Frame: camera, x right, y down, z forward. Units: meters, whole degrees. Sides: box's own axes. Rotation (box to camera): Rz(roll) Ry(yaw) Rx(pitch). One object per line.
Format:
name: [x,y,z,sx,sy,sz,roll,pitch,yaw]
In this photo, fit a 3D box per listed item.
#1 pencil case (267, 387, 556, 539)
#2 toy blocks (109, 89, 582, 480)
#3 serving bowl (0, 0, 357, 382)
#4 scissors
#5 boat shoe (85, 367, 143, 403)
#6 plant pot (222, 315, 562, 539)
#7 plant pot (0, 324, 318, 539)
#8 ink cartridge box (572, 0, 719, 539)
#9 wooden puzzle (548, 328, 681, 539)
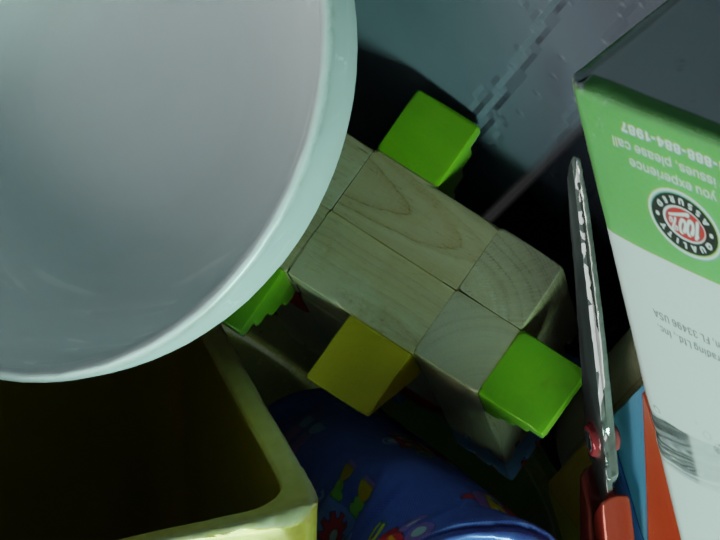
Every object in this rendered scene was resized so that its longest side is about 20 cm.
pencil case: [0.009,0.100,0.942,0.078,0.087,0.200,26,-177,-19]
toy blocks: [0.000,0.000,0.981,0.200,0.100,0.137,33,170,16]
serving bowl: [-0.082,-0.063,0.898,0.200,0.201,0.066,35,-168,26]
scissors: [0.078,0.065,0.862,0.073,0.014,0.201,-115,19,-53]
boat shoe: [-0.100,-0.003,1.114,0.075,0.060,0.200,30,-175,-24]
plant pot: [-0.048,0.114,1.137,0.200,0.190,0.200,40,161,17]
plant pot: [-0.119,0.140,0.948,0.194,0.195,0.201,-125,25,-62]
ink cartridge box: [0.146,0.032,0.695,0.146,0.084,0.200,27,145,42]
wooden puzzle: [0.101,0.108,0.887,0.185,0.037,0.201,117,144,-70]
